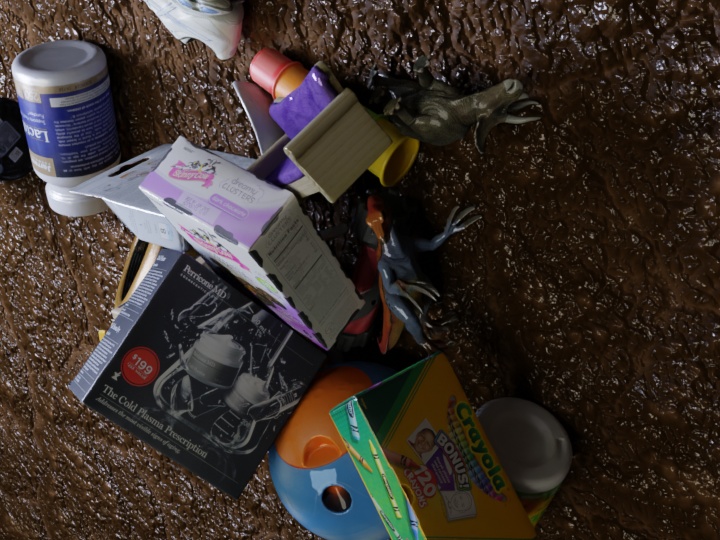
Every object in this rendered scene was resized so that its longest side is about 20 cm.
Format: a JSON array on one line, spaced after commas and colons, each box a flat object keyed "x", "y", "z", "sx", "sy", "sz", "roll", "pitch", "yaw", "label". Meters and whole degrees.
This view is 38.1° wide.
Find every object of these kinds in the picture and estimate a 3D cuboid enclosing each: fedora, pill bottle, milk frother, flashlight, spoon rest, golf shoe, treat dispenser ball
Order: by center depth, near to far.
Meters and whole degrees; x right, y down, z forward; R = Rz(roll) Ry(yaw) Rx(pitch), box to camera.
[{"x": -0.087, "y": -0.114, "z": 1.119, "sx": 0.201, "sy": 0.060, "sz": 0.099, "roll": 59, "pitch": 179, "yaw": 3, "label": "spoon rest"}, {"x": 0.143, "y": 0.239, "z": 1.120, "sx": 0.111, "sy": 0.111, "sz": 0.201, "roll": 36, "pitch": 137, "yaw": 20, "label": "pill bottle"}, {"x": 0.000, "y": 0.000, "z": 1.130, "sx": 0.068, "sy": 0.068, "sz": 0.201, "roll": 32, "pitch": 136, "yaw": 17, "label": "flashlight"}, {"x": -0.209, "y": -0.292, "z": 1.131, "sx": 0.199, "sy": 0.078, "sz": 0.098, "roll": 32, "pitch": 141, "yaw": 26, "label": "golf shoe"}, {"x": -0.004, "y": 0.203, "z": 1.169, "sx": 0.200, "sy": 0.200, "sz": 0.203, "roll": 24, "pitch": 131, "yaw": 31, "label": "treat dispenser ball"}, {"x": -0.239, "y": -0.016, "z": 1.302, "sx": 0.081, "sy": 0.202, "sz": 0.201, "roll": 22, "pitch": 144, "yaw": -19, "label": "fedora"}, {"x": -0.366, "y": -0.178, "z": 1.326, "sx": 0.115, "sy": 0.115, "sz": 0.202, "roll": 23, "pitch": 131, "yaw": 32, "label": "pill bottle"}, {"x": -0.591, "y": -0.197, "z": 1.480, "sx": 0.187, "sy": 0.180, "sz": 0.202, "roll": -6, "pitch": 115, "yaw": 45, "label": "milk frother"}]

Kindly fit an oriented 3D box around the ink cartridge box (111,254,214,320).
[{"x": -0.166, "y": 0.088, "z": 1.214, "sx": 0.201, "sy": 0.164, "sz": 0.075, "roll": 62, "pitch": 158, "yaw": -14, "label": "ink cartridge box"}]

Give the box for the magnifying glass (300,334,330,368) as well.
[{"x": -0.092, "y": 0.041, "z": 1.257, "sx": 0.079, "sy": 0.022, "sz": 0.201, "roll": -25, "pitch": 97, "yaw": 50, "label": "magnifying glass"}]

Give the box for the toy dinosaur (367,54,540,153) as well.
[{"x": 0.060, "y": -0.145, "z": 0.962, "sx": 0.102, "sy": 0.078, "sz": 0.199, "roll": 35, "pitch": 164, "yaw": -30, "label": "toy dinosaur"}]

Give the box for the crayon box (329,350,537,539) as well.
[{"x": 0.069, "y": 0.194, "z": 0.993, "sx": 0.058, "sy": 0.118, "sz": 0.202, "roll": -36, "pitch": 79, "yaw": 53, "label": "crayon box"}]

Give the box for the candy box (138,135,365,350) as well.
[{"x": -0.106, "y": -0.026, "z": 1.055, "sx": 0.167, "sy": 0.072, "sz": 0.200, "roll": 29, "pitch": 164, "yaw": 35, "label": "candy box"}]

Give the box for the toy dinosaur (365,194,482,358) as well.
[{"x": 0.033, "y": 0.010, "z": 1.046, "sx": 0.199, "sy": 0.105, "sz": 0.182, "roll": -23, "pitch": 115, "yaw": 35, "label": "toy dinosaur"}]

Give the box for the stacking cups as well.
[{"x": -0.033, "y": -0.164, "z": 1.056, "sx": 0.199, "sy": 0.060, "sz": 0.061, "roll": 38, "pitch": 137, "yaw": 20, "label": "stacking cups"}]

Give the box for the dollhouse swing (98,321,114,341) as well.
[{"x": -0.205, "y": 0.137, "z": 1.374, "sx": 0.199, "sy": 0.175, "sz": 0.184, "roll": -3, "pitch": 99, "yaw": 46, "label": "dollhouse swing"}]

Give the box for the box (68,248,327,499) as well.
[{"x": -0.173, "y": 0.107, "z": 1.114, "sx": 0.199, "sy": 0.183, "sz": 0.104, "roll": 36, "pitch": 168, "yaw": -21, "label": "box"}]

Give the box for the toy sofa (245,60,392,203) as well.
[{"x": -0.056, "y": -0.115, "z": 0.982, "sx": 0.098, "sy": 0.083, "sz": 0.200, "roll": 48, "pitch": 165, "yaw": -11, "label": "toy sofa"}]

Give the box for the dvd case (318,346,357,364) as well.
[{"x": -0.071, "y": 0.077, "z": 1.288, "sx": 0.142, "sy": 0.017, "sz": 0.202, "roll": -4, "pitch": 113, "yaw": 46, "label": "dvd case"}]

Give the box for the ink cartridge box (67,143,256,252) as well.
[{"x": -0.214, "y": -0.089, "z": 1.204, "sx": 0.199, "sy": 0.160, "sz": 0.048, "roll": 14, "pitch": 125, "yaw": 38, "label": "ink cartridge box"}]
